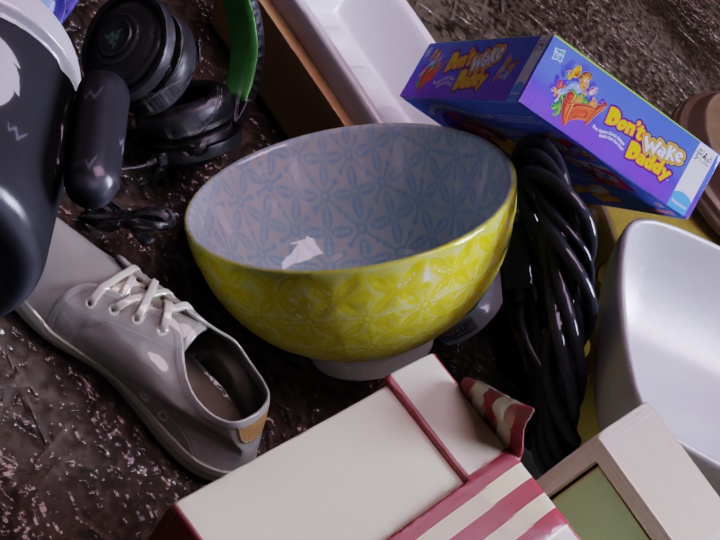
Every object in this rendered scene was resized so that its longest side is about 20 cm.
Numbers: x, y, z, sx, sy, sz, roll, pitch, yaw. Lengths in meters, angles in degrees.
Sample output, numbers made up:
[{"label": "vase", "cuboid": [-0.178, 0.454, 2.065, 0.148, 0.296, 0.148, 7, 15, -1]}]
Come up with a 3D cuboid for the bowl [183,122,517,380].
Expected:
[{"label": "bowl", "cuboid": [0.000, 0.000, 0.853, 0.201, 0.197, 0.109, -59, 145, -56]}]

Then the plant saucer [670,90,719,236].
[{"label": "plant saucer", "cuboid": [0.308, -0.059, 1.013, 0.198, 0.030, 0.202, 20, 43, -20]}]

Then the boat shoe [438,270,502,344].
[{"label": "boat shoe", "cuboid": [0.071, -0.038, 1.024, 0.086, 0.074, 0.203, 51, 38, -19]}]

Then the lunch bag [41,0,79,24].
[{"label": "lunch bag", "cuboid": [-0.244, -0.179, 0.828, 0.150, 0.094, 0.201, 37, 46, -17]}]

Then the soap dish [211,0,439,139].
[{"label": "soap dish", "cuboid": [-0.008, -0.145, 1.043, 0.157, 0.081, 0.201, -14, 65, -54]}]

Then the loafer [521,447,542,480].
[{"label": "loafer", "cuboid": [0.128, 0.156, 0.889, 0.200, 0.070, 0.070, 49, 33, 4]}]

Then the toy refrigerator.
[{"label": "toy refrigerator", "cuboid": [0.085, 0.158, 0.718, 0.076, 0.200, 0.070, 55, 34, 12]}]

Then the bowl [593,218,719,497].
[{"label": "bowl", "cuboid": [0.217, 0.078, 0.820, 0.198, 0.075, 0.201, 25, 38, -10]}]

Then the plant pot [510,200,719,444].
[{"label": "plant pot", "cuboid": [0.218, 0.041, 1.013, 0.198, 0.194, 0.197, 15, 44, -32]}]

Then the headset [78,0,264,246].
[{"label": "headset", "cuboid": [-0.108, -0.106, 0.855, 0.201, 0.093, 0.124, -63, 143, -27]}]

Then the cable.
[{"label": "cable", "cuboid": [0.119, 0.024, 0.846, 0.050, 0.163, 0.203, -2, 80, -3]}]

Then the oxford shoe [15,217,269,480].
[{"label": "oxford shoe", "cuboid": [-0.121, 0.026, 0.757, 0.200, 0.058, 0.075, 44, 37, 0]}]

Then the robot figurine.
[{"label": "robot figurine", "cuboid": [-0.202, -0.056, 0.680, 0.149, 0.125, 0.202, 25, 45, -24]}]

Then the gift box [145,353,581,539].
[{"label": "gift box", "cuboid": [0.013, 0.161, 0.609, 0.186, 0.200, 0.185, -24, 73, -45]}]

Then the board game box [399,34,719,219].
[{"label": "board game box", "cuboid": [0.121, -0.094, 0.913, 0.134, 0.045, 0.200, 32, -3, -20]}]
